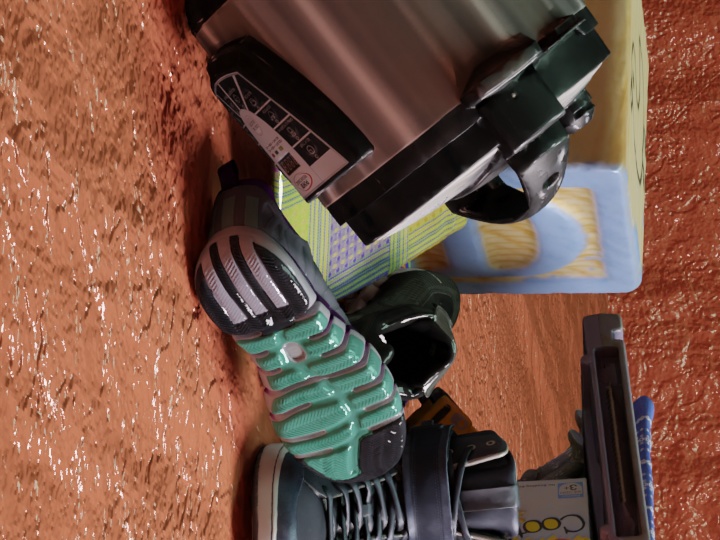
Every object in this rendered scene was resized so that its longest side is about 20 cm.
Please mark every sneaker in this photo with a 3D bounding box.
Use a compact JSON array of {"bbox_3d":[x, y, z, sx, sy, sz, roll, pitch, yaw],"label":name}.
[{"bbox_3d":[0.017,0.137,1.443,0.202,0.145,0.077,-32,123,-76],"label":"sneaker"},{"bbox_3d":[-0.027,0.029,1.348,0.088,0.074,0.200,-91,161,-46],"label":"sneaker"},{"bbox_3d":[0.027,0.044,1.490,0.200,0.090,0.067,-20,113,-59],"label":"sneaker"}]

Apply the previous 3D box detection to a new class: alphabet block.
[{"bbox_3d":[0.105,-0.112,1.777,0.196,0.195,0.201,72,20,-62],"label":"alphabet block"}]

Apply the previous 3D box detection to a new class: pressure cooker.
[{"bbox_3d":[0.030,-0.109,1.255,0.200,0.178,0.176,52,30,-3],"label":"pressure cooker"}]

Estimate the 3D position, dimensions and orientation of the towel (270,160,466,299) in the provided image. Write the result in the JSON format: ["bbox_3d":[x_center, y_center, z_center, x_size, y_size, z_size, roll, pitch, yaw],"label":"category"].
[{"bbox_3d":[0.008,-0.057,1.443,0.200,0.023,0.144,-31,135,-43],"label":"towel"}]

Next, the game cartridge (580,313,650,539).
[{"bbox_3d":[0.161,0.144,1.553,0.130,0.038,0.201,88,-1,-49],"label":"game cartridge"}]

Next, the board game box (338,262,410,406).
[{"bbox_3d":[0.000,0.000,1.614,0.134,0.044,0.201,-55,143,-72],"label":"board game box"}]

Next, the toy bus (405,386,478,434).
[{"bbox_3d":[0.052,0.131,1.699,0.078,0.065,0.200,46,-4,1],"label":"toy bus"}]

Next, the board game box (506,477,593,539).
[{"bbox_3d":[0.101,0.246,1.564,0.103,0.104,0.201,-83,169,-64],"label":"board game box"}]

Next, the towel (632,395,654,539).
[{"bbox_3d":[0.183,0.201,1.687,0.201,0.024,0.145,-86,-173,-49],"label":"towel"}]

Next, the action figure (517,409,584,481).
[{"bbox_3d":[0.096,0.183,1.753,0.055,0.200,0.118,45,19,-1],"label":"action figure"}]
